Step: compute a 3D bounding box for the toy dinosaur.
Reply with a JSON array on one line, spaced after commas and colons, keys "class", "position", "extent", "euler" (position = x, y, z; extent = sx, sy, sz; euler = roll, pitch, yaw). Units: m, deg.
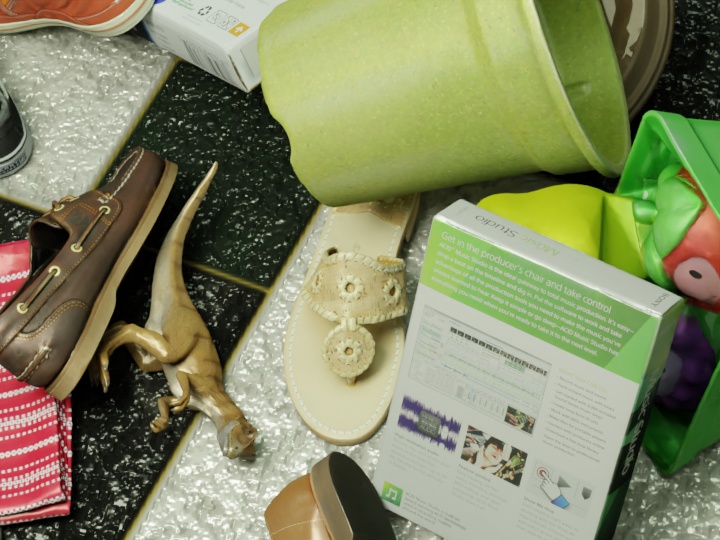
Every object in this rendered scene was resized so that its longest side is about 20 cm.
[{"class": "toy dinosaur", "position": [-0.118, 0.039, 1.455], "extent": [0.106, 0.060, 0.200], "euler": [-11, 65, -16]}]

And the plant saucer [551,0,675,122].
[{"class": "plant saucer", "position": [0.105, -0.166, 1.520], "extent": [0.200, 0.029, 0.200], "euler": [-2, 83, 16]}]

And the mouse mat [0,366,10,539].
[{"class": "mouse mat", "position": [-0.297, 0.128, 1.436], "extent": [0.161, 0.008, 0.200], "euler": [-5, 55, 3]}]

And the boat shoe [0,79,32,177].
[{"class": "boat shoe", "position": [-0.293, -0.146, 1.584], "extent": [0.074, 0.068, 0.199], "euler": [-28, 57, -12]}]

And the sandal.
[{"class": "sandal", "position": [-0.006, 0.000, 1.450], "extent": [0.078, 0.070, 0.212], "euler": [5, 57, 10]}]

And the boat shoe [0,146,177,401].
[{"class": "boat shoe", "position": [-0.175, -0.012, 1.455], "extent": [0.070, 0.070, 0.200], "euler": [31, 45, -10]}]

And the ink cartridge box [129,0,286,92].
[{"class": "ink cartridge box", "position": [-0.056, -0.214, 1.576], "extent": [0.200, 0.047, 0.198], "euler": [-36, 34, -18]}]

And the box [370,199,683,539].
[{"class": "box", "position": [0.090, 0.075, 1.318], "extent": [0.144, 0.200, 0.036], "euler": [25, 33, 21]}]

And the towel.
[{"class": "towel", "position": [-0.253, 0.071, 1.453], "extent": [0.144, 0.022, 0.200], "euler": [-8, 56, 2]}]

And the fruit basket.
[{"class": "fruit basket", "position": [0.158, 0.010, 1.343], "extent": [0.215, 0.216, 0.156], "euler": [-21, 57, -7]}]

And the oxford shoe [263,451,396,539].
[{"class": "oxford shoe", "position": [-0.005, 0.206, 1.326], "extent": [0.071, 0.071, 0.200], "euler": [-33, 55, 20]}]

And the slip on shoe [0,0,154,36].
[{"class": "slip on shoe", "position": [-0.221, -0.202, 1.588], "extent": [0.200, 0.061, 0.074], "euler": [11, 61, 46]}]

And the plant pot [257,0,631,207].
[{"class": "plant pot", "position": [0.045, -0.125, 1.419], "extent": [0.184, 0.200, 0.201], "euler": [-18, 54, 17]}]
